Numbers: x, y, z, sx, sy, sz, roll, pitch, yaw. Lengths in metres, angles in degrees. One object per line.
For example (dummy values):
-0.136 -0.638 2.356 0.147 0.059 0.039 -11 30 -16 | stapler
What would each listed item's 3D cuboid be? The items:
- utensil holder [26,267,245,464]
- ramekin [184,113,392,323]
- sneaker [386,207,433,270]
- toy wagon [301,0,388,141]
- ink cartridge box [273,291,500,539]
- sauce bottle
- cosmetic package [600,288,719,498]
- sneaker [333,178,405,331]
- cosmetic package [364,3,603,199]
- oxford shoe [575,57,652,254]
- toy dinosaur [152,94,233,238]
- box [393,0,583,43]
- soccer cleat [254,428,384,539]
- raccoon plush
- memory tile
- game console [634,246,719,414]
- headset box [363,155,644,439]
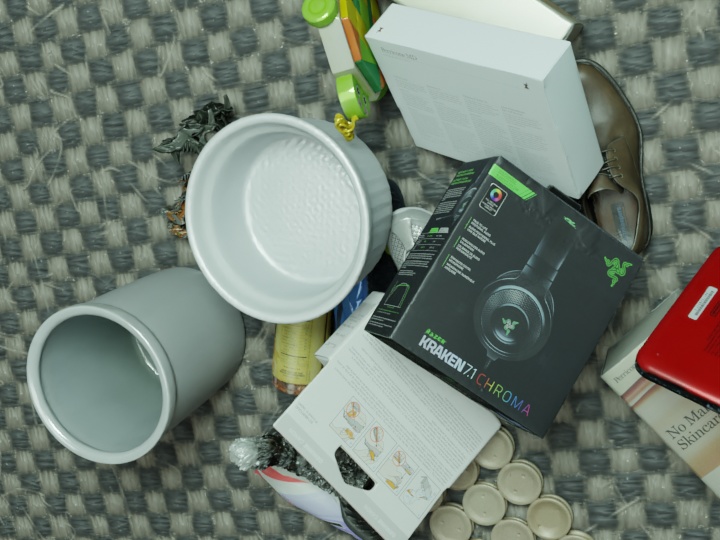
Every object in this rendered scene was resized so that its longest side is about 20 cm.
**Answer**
-0.237 0.094 1.099 0.169 0.200 0.171 5 106 18 | utensil holder
-0.065 -0.057 0.983 0.199 0.098 0.202 6 104 23 | ramekin
0.085 0.027 0.996 0.074 0.082 0.201 -31 91 24 | sneaker
-0.010 -0.218 0.937 0.039 0.155 0.202 -13 68 16 | toy wagon
0.025 0.153 1.016 0.176 0.045 0.200 -47 110 -16 | ink cartridge box
-0.060 0.036 1.098 0.065 0.066 0.202 11 104 16 | sauce bottle
0.341 0.130 0.967 0.200 0.087 0.103 44 114 4 | cosmetic package
0.000 0.000 1.067 0.078 0.066 0.202 12 101 41 | sneaker
0.113 -0.156 0.910 0.199 0.151 0.052 25 70 38 | cosmetic package
0.234 -0.105 0.948 0.072 0.084 0.201 -18 96 24 | oxford shoe
-0.145 -0.112 1.090 0.199 0.102 0.136 -34 107 6 | toy dinosaur
0.106 -0.257 0.948 0.199 0.095 0.078 36 111 6 | box
-0.037 0.261 1.154 0.199 0.068 0.073 35 136 4 | soccer cleat
-0.025 0.167 1.062 0.097 0.199 0.135 46 117 32 | raccoon plush
0.155 0.278 1.109 0.153 0.017 0.200 -39 88 23 | memory tile
0.359 0.097 0.907 0.172 0.200 0.119 26 139 28 | game console
0.132 0.017 0.901 0.174 0.093 0.201 34 83 -13 | headset box
